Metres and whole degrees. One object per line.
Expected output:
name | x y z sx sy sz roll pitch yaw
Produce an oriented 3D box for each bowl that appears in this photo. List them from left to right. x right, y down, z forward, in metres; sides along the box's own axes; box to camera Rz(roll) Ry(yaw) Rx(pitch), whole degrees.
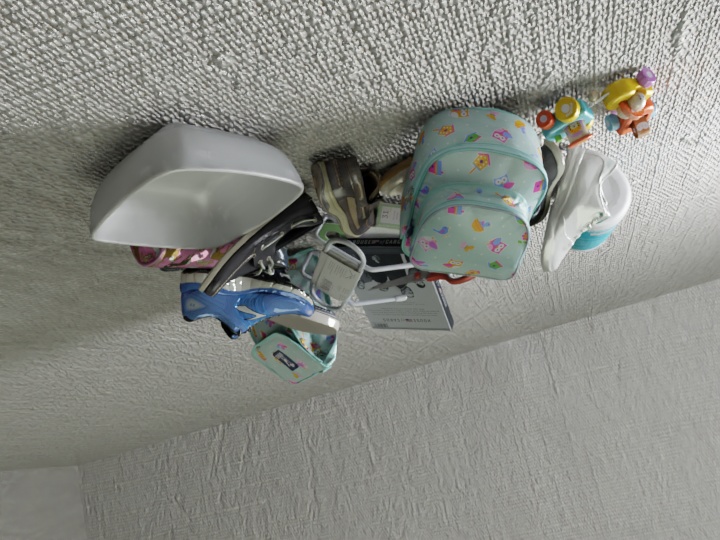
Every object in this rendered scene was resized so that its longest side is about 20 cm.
bowl | -0.186 -0.095 0.889 0.199 0.076 0.198 -26 161 40

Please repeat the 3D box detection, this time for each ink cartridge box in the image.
ink cartridge box | 0.031 -0.064 1.265 0.196 0.049 0.146 9 166 7

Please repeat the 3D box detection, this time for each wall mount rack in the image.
wall mount rack | 0.000 0.000 1.202 0.172 0.075 0.201 29 149 1

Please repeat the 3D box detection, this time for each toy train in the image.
toy train | 0.311 -0.186 1.029 0.197 0.056 0.151 -19 162 -8

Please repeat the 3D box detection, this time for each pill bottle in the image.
pill bottle | 0.375 -0.098 1.329 0.109 0.113 0.200 -14 164 1

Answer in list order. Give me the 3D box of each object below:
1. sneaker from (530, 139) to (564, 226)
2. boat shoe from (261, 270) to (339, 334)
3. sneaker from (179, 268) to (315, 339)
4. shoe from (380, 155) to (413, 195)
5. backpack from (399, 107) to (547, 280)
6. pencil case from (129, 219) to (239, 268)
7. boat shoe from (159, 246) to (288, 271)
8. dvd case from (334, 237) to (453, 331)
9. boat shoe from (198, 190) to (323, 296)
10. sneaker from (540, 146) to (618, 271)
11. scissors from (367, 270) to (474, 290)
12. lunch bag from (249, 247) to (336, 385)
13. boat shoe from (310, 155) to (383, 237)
sneaker | 0.224 -0.114 1.180 0.105 0.075 0.201 -24 156 -11
boat shoe | -0.120 0.031 1.241 0.197 0.094 0.075 17 158 -4
sneaker | -0.160 0.050 1.123 0.197 0.091 0.078 7 -174 -22
shoe | 0.119 -0.133 1.076 0.197 0.054 0.070 -17 165 10
backpack | 0.139 -0.092 0.983 0.173 0.155 0.202 8 132 -2
pencil case | -0.208 -0.039 1.059 0.198 0.083 0.087 3 127 -47
boat shoe | -0.204 -0.015 1.183 0.197 0.063 0.075 -7 167 -23
dvd case | 0.057 0.025 1.287 0.148 0.025 0.201 1 138 26
boat shoe | -0.123 -0.028 1.024 0.200 0.063 0.072 -47 -172 -29
sneaker | 0.327 -0.080 1.197 0.087 0.203 0.075 16 -150 9
scissors | 0.091 0.010 1.117 0.198 0.074 0.014 -28 140 25
lunch bag | -0.118 0.090 1.358 0.120 0.203 0.170 -14 168 -31
boat shoe | -0.003 -0.096 1.058 0.072 0.076 0.200 -18 167 11
